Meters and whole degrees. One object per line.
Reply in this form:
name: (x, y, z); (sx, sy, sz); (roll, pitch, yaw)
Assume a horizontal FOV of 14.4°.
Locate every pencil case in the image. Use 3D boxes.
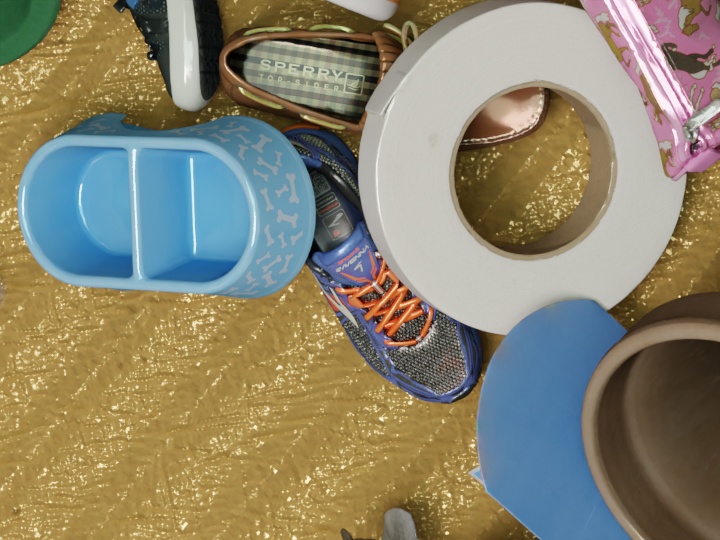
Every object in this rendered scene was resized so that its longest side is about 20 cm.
pencil case: (0.166, -0.154, 1.641); (0.083, 0.087, 0.200); (-31, 95, -14)

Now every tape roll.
tape roll: (0.096, -0.062, 1.694); (0.202, 0.037, 0.203); (-3, 101, -17)

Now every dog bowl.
dog bowl: (-0.124, -0.037, 1.722); (0.200, 0.050, 0.112); (4, 100, 32)

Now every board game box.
board game box: (0.139, 0.116, 1.687); (0.200, 0.158, 0.039); (42, 143, -17)

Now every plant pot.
plant pot: (0.255, 0.073, 1.637); (0.200, 0.175, 0.200); (22, 131, 26)

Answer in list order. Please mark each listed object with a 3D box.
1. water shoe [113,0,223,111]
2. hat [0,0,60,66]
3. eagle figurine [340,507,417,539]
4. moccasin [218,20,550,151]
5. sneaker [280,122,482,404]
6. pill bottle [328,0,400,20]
water shoe: (-0.137, -0.189, 1.749); (0.079, 0.071, 0.200); (-13, 81, 11)
hat: (-0.263, -0.252, 1.780); (0.165, 0.176, 0.200); (-12, 135, 20)
eagle figurine: (0.063, 0.238, 1.699); (0.200, 0.152, 0.151); (19, 89, 2)
moccasin: (0.014, -0.115, 1.721); (0.201, 0.078, 0.074); (14, 92, 2)
sneaker: (0.000, 0.000, 1.731); (0.075, 0.078, 0.200); (-39, 87, 8)
pill bottle: (0.005, -0.260, 1.701); (0.112, 0.112, 0.200); (24, 96, 6)
